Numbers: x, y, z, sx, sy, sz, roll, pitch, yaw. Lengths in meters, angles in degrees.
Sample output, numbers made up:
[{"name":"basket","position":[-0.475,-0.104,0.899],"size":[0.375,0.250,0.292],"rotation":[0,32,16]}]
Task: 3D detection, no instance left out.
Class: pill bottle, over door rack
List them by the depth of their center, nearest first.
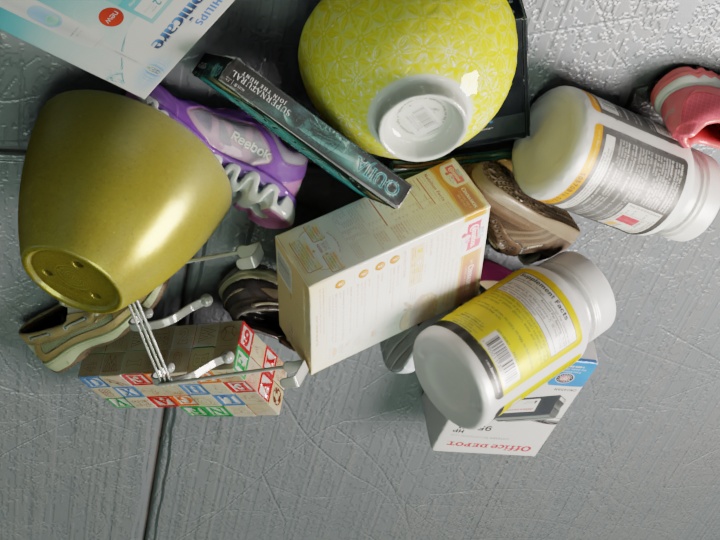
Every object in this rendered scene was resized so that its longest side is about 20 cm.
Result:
[{"name":"pill bottle","position":[0.259,-0.101,1.492],"size":[0.199,0.117,0.116],"rotation":[18,133,-29]},{"name":"over door rack","position":[-0.148,0.042,1.494],"size":[0.199,0.067,0.149],"rotation":[-3,118,34]},{"name":"pill bottle","position":[0.160,0.066,1.526],"size":[0.199,0.114,0.115],"rotation":[-30,150,-28]}]

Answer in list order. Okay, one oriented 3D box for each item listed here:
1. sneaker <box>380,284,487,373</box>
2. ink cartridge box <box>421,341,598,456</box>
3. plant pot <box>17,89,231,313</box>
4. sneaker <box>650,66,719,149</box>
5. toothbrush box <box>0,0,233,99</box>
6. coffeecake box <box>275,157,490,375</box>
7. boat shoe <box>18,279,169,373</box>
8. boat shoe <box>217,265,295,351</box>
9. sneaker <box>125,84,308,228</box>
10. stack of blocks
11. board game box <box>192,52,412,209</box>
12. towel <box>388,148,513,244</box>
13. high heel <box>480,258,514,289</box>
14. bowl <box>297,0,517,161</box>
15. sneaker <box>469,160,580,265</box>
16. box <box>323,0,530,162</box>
[{"name":"sneaker","position":[0.081,0.066,1.640],"size":[0.070,0.074,0.200],"rotation":[-4,166,-23]},{"name":"ink cartridge box","position":[0.174,0.132,1.779],"size":[0.143,0.085,0.201],"rotation":[6,139,-17]},{"name":"plant pot","position":[-0.236,-0.046,1.378],"size":[0.199,0.143,0.201],"rotation":[16,149,10]},{"name":"sneaker","position":[0.389,-0.147,1.486],"size":[0.198,0.087,0.074],"rotation":[-1,141,-11]},{"name":"toothbrush box","position":[-0.222,-0.252,1.239],"size":[0.199,0.086,0.146],"rotation":[24,130,-36]},{"name":"coffeecake box","position":[0.021,-0.003,1.467],"size":[0.199,0.073,0.154],"rotation":[-24,148,-17]},{"name":"boat shoe","position":[-0.290,0.039,1.594],"size":[0.199,0.072,0.076],"rotation":[-35,119,26]},{"name":"boat shoe","position":[-0.066,0.057,1.649],"size":[0.199,0.074,0.075],"rotation":[14,136,-26]},{"name":"sneaker","position":[-0.130,-0.127,1.422],"size":[0.200,0.089,0.080],"rotation":[35,163,-18]},{"name":"stack of blocks","position":[-0.195,0.113,1.652],"size":[0.198,0.059,0.115],"rotation":[-4,149,24]},{"name":"board game box","position":[-0.055,-0.128,1.350],"size":[0.199,0.135,0.028],"rotation":[35,89,-18]},{"name":"towel","position":[0.097,-0.069,1.537],"size":[0.199,0.022,0.147],"rotation":[-10,144,-27]},{"name":"high heel","position":[0.157,0.040,1.655],"size":[0.198,0.097,0.068],"rotation":[-5,141,-5]},{"name":"bowl","position":[0.048,-0.161,1.312],"size":[0.198,0.108,0.201],"rotation":[-5,140,-4]},{"name":"sneaker","position":[0.156,-0.047,1.524],"size":[0.075,0.071,0.200],"rotation":[-43,146,17]},{"name":"box","position":[0.059,-0.179,1.413],"size":[0.198,0.046,0.160],"rotation":[-9,141,0]}]
